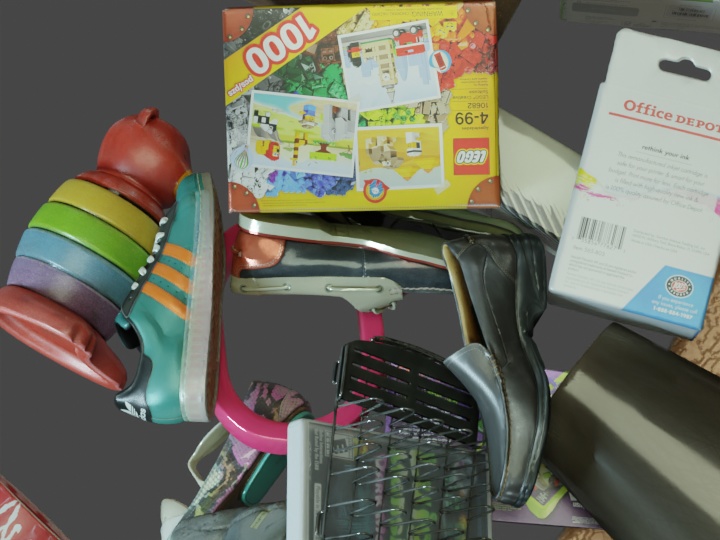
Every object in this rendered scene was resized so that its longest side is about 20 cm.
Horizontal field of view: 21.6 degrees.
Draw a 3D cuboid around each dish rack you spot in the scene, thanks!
[{"bbox_3d":[0.040,0.148,1.341,0.152,0.054,0.202,22,62,-34],"label":"dish rack"}]

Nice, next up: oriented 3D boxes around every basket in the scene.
[{"bbox_3d":[0.230,0.143,1.373,0.199,0.136,0.181,36,83,12],"label":"basket"}]

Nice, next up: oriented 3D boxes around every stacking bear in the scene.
[{"bbox_3d":[-0.197,-0.030,1.473,0.113,0.122,0.201,22,74,20],"label":"stacking bear"}]

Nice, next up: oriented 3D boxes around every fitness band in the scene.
[{"bbox_3d":[-0.054,0.046,1.453,0.142,0.038,0.202,-7,61,-2],"label":"fitness band"}]

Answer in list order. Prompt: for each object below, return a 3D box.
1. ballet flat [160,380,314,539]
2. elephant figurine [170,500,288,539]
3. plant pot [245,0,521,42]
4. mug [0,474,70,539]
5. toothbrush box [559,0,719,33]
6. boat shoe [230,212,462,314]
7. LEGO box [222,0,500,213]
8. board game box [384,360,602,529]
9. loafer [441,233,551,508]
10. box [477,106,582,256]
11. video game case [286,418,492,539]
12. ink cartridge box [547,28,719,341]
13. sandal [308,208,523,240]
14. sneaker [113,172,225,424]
[{"bbox_3d":[-0.110,0.174,1.455,0.071,0.069,0.201,26,79,26],"label":"ballet flat"},{"bbox_3d":[-0.068,0.273,1.393,0.154,0.201,0.142,-9,37,19],"label":"elephant figurine"},{"bbox_3d":[0.030,-0.249,1.469,0.199,0.187,0.188,28,83,-6],"label":"plant pot"},{"bbox_3d":[-0.303,0.268,1.438,0.200,0.178,0.133,-48,44,-9],"label":"mug"},{"bbox_3d":[0.238,-0.299,1.494,0.144,0.086,0.202,6,79,5],"label":"toothbrush box"},{"bbox_3d":[0.000,0.000,1.421,0.198,0.071,0.063,9,102,-2],"label":"boat shoe"},{"bbox_3d":[0.003,-0.121,1.386,0.198,0.077,0.151,-1,97,5],"label":"LEGO box"},{"bbox_3d":[0.116,0.134,1.458,0.198,0.032,0.121,5,85,4],"label":"board game box"},{"bbox_3d":[0.092,0.069,1.350,0.071,0.073,0.202,5,66,-14],"label":"loafer"},{"bbox_3d":[0.167,-0.045,1.458,0.199,0.082,0.069,31,84,10],"label":"box"},{"bbox_3d":[0.024,0.218,1.355,0.181,0.023,0.202,14,67,-36],"label":"video game case"},{"bbox_3d":[0.216,-0.062,1.382,0.114,0.068,0.202,15,82,7],"label":"ink cartridge box"},{"bbox_3d":[0.036,-0.052,1.479,0.199,0.080,0.058,18,64,1],"label":"sandal"},{"bbox_3d":[-0.144,0.017,1.413,0.079,0.072,0.202,0,63,4],"label":"sneaker"}]
